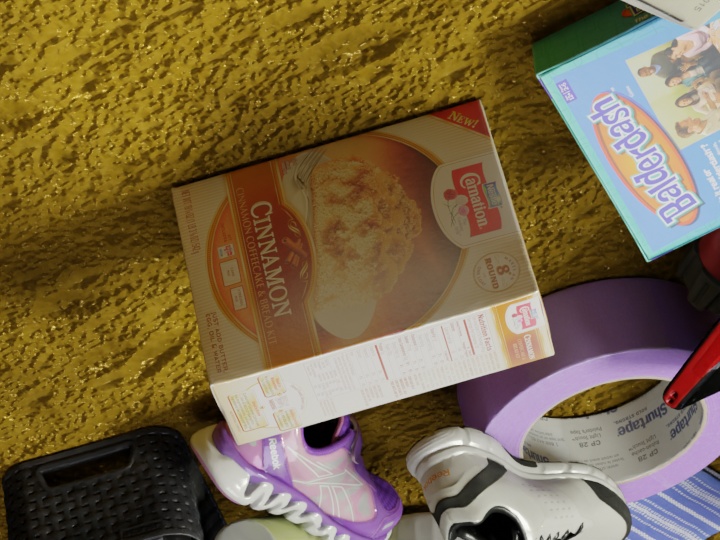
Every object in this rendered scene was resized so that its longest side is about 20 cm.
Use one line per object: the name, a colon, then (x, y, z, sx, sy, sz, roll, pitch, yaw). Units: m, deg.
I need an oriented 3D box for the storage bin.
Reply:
storage bin: (-0.167, 0.215, 1.648, 0.135, 0.094, 0.200, -16, 144, 3)

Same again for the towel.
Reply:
towel: (0.208, 0.217, 1.825, 0.200, 0.024, 0.145, -34, 139, 24)

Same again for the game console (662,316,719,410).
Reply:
game console: (0.299, 0.010, 1.508, 0.200, 0.031, 0.177, -17, 152, -47)

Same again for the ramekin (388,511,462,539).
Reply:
ramekin: (0.061, 0.275, 1.767, 0.200, 0.098, 0.201, 0, 138, 0)

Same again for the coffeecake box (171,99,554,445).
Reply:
coffeecake box: (0.000, 0.000, 1.374, 0.200, 0.154, 0.073, -16, 143, 2)

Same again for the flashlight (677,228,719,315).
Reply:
flashlight: (0.277, -0.049, 1.470, 0.068, 0.068, 0.200, 6, 139, -23)

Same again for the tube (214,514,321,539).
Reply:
tube: (-0.051, 0.201, 1.659, 0.058, 0.052, 0.200, 18, -177, 16)

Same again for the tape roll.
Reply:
tape roll: (0.172, 0.092, 1.620, 0.200, 0.066, 0.200, -8, 143, -6)

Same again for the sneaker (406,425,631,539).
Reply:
sneaker: (0.116, 0.174, 1.591, 0.200, 0.080, 0.074, 18, 131, -37)

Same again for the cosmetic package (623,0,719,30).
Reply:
cosmetic package: (0.124, -0.222, 1.091, 0.105, 0.200, 0.071, 19, 133, -34)

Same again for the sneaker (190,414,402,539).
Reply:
sneaker: (-0.026, 0.136, 1.612, 0.088, 0.081, 0.200, -48, 138, 11)

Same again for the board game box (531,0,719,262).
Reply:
board game box: (0.224, -0.112, 1.350, 0.200, 0.045, 0.152, -26, 119, 15)
